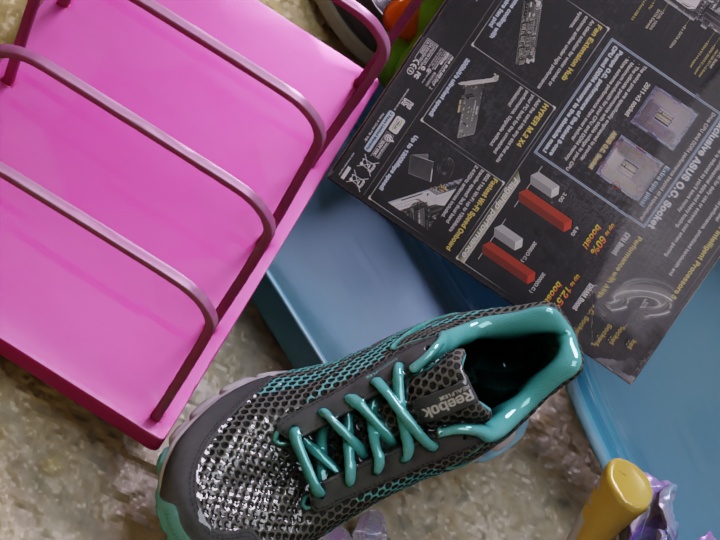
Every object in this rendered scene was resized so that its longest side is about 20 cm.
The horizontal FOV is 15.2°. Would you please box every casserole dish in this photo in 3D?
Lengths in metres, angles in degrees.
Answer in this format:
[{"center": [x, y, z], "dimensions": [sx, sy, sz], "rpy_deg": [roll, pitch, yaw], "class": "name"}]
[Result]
[{"center": [0.000, 0.000, 1.177], "dimensions": [0.121, 0.039, 0.200], "rpy_deg": [-30, 85, -41], "class": "casserole dish"}, {"center": [0.165, 0.070, 1.204], "dimensions": [0.121, 0.039, 0.201], "rpy_deg": [-26, 99, -2], "class": "casserole dish"}]

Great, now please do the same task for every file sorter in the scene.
[{"center": [-0.077, -0.064, 1.062], "dimensions": [0.139, 0.125, 0.200], "rpy_deg": [32, 60, -3], "class": "file sorter"}]

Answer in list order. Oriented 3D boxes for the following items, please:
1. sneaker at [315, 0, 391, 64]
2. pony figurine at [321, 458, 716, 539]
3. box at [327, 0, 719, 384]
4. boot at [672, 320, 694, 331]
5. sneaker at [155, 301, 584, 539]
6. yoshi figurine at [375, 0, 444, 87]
[{"center": [0.025, -0.196, 1.251], "dimensions": [0.075, 0.106, 0.201], "rpy_deg": [9, 63, -32], "class": "sneaker"}, {"center": [0.068, 0.169, 1.060], "dimensions": [0.166, 0.200, 0.193], "rpy_deg": [25, 39, -15], "class": "pony figurine"}, {"center": [0.105, -0.079, 1.133], "dimensions": [0.157, 0.200, 0.050], "rpy_deg": [33, 7, -2], "class": "box"}, {"center": [0.191, -0.016, 1.302], "dimensions": [0.199, 0.072, 0.155], "rpy_deg": [9, 61, -26], "class": "boot"}, {"center": [0.007, 0.057, 1.070], "dimensions": [0.200, 0.091, 0.078], "rpy_deg": [-27, 88, -34], "class": "sneaker"}, {"center": [0.093, -0.143, 1.205], "dimensions": [0.112, 0.112, 0.200], "rpy_deg": [41, 93, -3], "class": "yoshi figurine"}]
